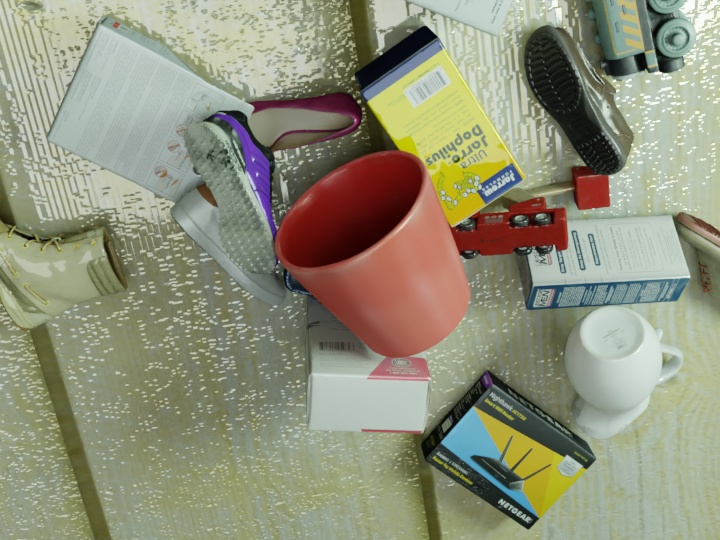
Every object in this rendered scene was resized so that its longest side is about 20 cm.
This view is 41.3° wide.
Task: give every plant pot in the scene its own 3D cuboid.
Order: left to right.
[{"bbox_3d":[0.027,-0.008,1.099,0.200,0.201,0.178,-29,122,7],"label":"plant pot"}]

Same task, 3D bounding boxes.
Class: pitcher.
[{"bbox_3d":[0.354,0.121,1.261,0.171,0.121,0.200,-31,143,-7],"label":"pitcher"}]

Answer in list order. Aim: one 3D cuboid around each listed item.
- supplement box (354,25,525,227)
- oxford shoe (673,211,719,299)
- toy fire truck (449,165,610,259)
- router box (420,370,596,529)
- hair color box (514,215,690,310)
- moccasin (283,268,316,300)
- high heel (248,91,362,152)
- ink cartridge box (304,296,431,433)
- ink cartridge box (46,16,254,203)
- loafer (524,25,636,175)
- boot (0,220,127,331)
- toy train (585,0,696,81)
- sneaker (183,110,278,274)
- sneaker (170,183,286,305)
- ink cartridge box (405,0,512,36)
[{"bbox_3d":[0.093,-0.173,1.142,0.109,0.109,0.200,-33,110,9],"label":"supplement box"},{"bbox_3d":[0.476,0.000,1.262,0.200,0.070,0.075,37,110,-16],"label":"oxford shoe"},{"bbox_3d":[0.210,-0.074,1.191,0.199,0.141,0.049,-4,121,14],"label":"toy fire truck"},{"bbox_3d":[0.208,0.256,1.352,0.200,0.051,0.149,35,104,-16],"label":"router box"},{"bbox_3d":[0.305,-0.011,1.222,0.199,0.100,0.061,-2,146,-3],"label":"hair color box"},{"bbox_3d":[0.000,0.000,1.226,0.199,0.068,0.081,-8,112,-1],"label":"moccasin"},{"bbox_3d":[-0.095,-0.165,1.138,0.199,0.096,0.068,-11,112,0],"label":"high heel"},{"bbox_3d":[0.003,0.113,1.202,0.146,0.200,0.083,2,115,-5],"label":"ink cartridge box"},{"bbox_3d":[-0.249,-0.184,1.143,0.200,0.050,0.162,26,113,-18],"label":"ink cartridge box"},{"bbox_3d":[0.270,-0.213,1.171,0.073,0.071,0.200,-14,113,50],"label":"loafer"},{"bbox_3d":[-0.393,-0.034,1.181,0.155,0.073,0.200,-20,113,4],"label":"boot"},{"bbox_3d":[0.322,-0.321,1.120,0.114,0.085,0.200,-13,115,15],"label":"toy train"},{"bbox_3d":[-0.127,-0.096,1.116,0.069,0.100,0.201,-3,118,29],"label":"sneaker"},{"bbox_3d":[-0.140,-0.034,1.187,0.085,0.073,0.200,-42,128,1],"label":"sneaker"},{"bbox_3d":[0.065,-0.341,1.054,0.199,0.147,0.083,19,110,-10],"label":"ink cartridge box"}]
